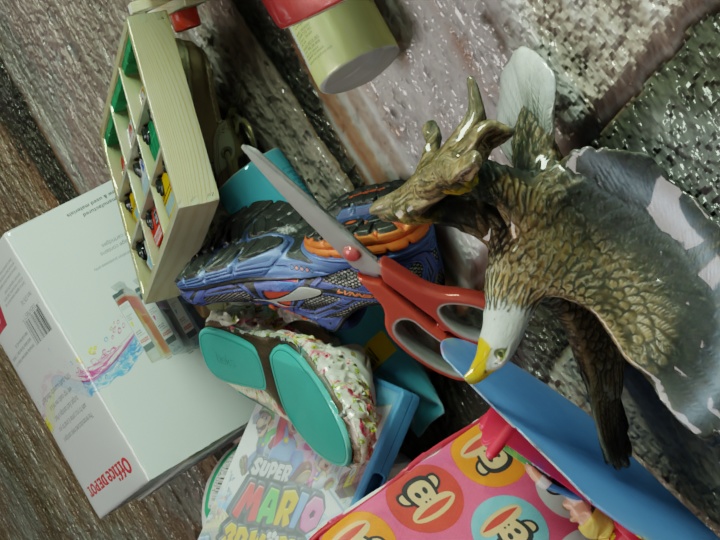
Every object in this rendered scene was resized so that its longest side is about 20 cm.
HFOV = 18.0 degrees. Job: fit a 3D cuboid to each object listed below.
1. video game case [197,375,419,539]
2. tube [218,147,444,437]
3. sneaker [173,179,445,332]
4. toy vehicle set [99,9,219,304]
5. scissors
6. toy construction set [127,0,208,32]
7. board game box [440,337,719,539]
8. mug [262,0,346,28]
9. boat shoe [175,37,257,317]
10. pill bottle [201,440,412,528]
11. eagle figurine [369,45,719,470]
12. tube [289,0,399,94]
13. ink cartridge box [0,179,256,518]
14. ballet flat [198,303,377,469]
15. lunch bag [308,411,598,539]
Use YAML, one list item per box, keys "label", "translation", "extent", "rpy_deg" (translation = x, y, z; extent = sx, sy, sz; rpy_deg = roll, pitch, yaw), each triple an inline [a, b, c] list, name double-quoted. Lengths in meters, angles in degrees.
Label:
- label: "video game case"
  translation: [-0.046, 0.153, 1.429]
  extent: [0.018, 0.201, 0.143]
  rpy_deg: [26, 177, -35]
- label: "tube"
  translation: [-0.013, 0.016, 1.436]
  extent: [0.200, 0.050, 0.077]
  rpy_deg: [53, 167, 6]
- label: "sneaker"
  translation: [-0.032, 0.004, 1.369]
  extent: [0.199, 0.075, 0.079]
  rpy_deg: [-6, 121, 41]
- label: "toy vehicle set"
  translation: [-0.130, -0.068, 1.441]
  extent: [0.200, 0.026, 0.125]
  rpy_deg: [122, 133, -69]
- label: "scissors"
  translation: [0.000, 0.000, 1.299]
  extent: [0.199, 0.014, 0.073]
  rpy_deg: [31, 138, -14]
- label: "toy construction set"
  translation: [-0.142, -0.234, 1.363]
  extent: [0.131, 0.092, 0.201]
  rpy_deg: [-13, 110, 46]
- label: "board game box"
  translation: [0.110, 0.111, 1.184]
  extent: [0.200, 0.039, 0.158]
  rpy_deg: [44, -168, 36]
- label: "mug"
  translation: [-0.059, -0.225, 1.142]
  extent: [0.201, 0.177, 0.133]
  rpy_deg: [61, -175, -10]
- label: "boat shoe"
  translation: [-0.097, -0.065, 1.499]
  extent: [0.073, 0.062, 0.201]
  rpy_deg: [-122, 22, -53]
- label: "pill bottle"
  translation: [-0.017, 0.168, 1.507]
  extent: [0.200, 0.113, 0.114]
  rpy_deg: [1, 117, 62]
- label: "eagle figurine"
  translation: [0.105, 0.003, 1.135]
  extent: [0.199, 0.151, 0.152]
  rpy_deg: [31, -157, -14]
- label: "tube"
  translation: [-0.043, -0.197, 1.274]
  extent: [0.058, 0.052, 0.201]
  rpy_deg: [-37, 74, 33]
- label: "ink cartridge box"
  translation: [-0.160, 0.048, 1.616]
  extent: [0.201, 0.144, 0.145]
  rpy_deg: [60, 154, 3]
- label: "ballet flat"
  translation: [-0.032, 0.060, 1.397]
  extent: [0.200, 0.064, 0.076]
  rpy_deg: [32, 136, 53]
- label: "lunch bag"
  translation: [0.078, 0.182, 1.244]
  extent: [0.176, 0.199, 0.082]
  rpy_deg: [46, 152, 24]
